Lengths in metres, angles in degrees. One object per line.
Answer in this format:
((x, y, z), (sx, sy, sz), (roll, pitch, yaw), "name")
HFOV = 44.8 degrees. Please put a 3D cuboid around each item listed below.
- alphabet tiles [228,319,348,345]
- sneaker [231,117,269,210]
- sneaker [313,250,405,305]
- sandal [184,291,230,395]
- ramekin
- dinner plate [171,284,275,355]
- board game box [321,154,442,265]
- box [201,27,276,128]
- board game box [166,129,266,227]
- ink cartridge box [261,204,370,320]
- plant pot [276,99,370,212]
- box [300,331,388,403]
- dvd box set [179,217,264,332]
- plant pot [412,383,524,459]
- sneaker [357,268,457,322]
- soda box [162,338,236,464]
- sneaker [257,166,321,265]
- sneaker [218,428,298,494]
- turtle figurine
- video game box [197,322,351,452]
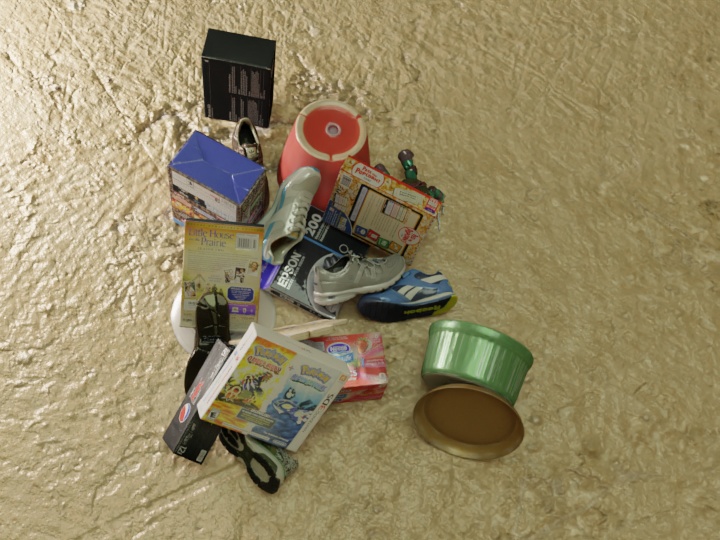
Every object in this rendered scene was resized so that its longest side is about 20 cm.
((-0.128, 0.113, 1.560), (0.193, 0.199, 0.015), (-11, 93, -28), "alphabet tiles")
((-0.228, -0.216, 1.769), (0.069, 0.076, 0.202), (-11, 66, -13), "sneaker")
((0.000, 0.000, 1.642), (0.198, 0.074, 0.083), (-21, 110, -28), "sneaker")
((-0.276, 0.138, 1.586), (0.080, 0.055, 0.203), (2, 91, -10), "sandal")
((0.205, 0.176, 1.579), (0.198, 0.200, 0.099), (21, 71, 3), "ramekin")
((-0.259, 0.081, 1.654), (0.197, 0.024, 0.203), (3, 66, -6), "dinner plate")
((0.037, -0.111, 1.667), (0.198, 0.152, 0.047), (27, 49, 1), "board game box")
((-0.247, -0.387, 1.777), (0.139, 0.201, 0.080), (8, 64, -5), "box")
((-0.270, -0.141, 1.658), (0.158, 0.201, 0.097), (29, 63, 6), "board game box")
((-0.100, -0.024, 1.705), (0.198, 0.043, 0.200), (26, 64, 0), "ink cartridge box")
((-0.065, -0.231, 1.742), (0.197, 0.178, 0.203), (3, 64, -7), "plant pot")
((-0.057, 0.182, 1.592), (0.197, 0.095, 0.104), (-5, 65, -10), "box")
((-0.253, 0.010, 1.591), (0.144, 0.029, 0.203), (4, 105, -5), "dvd box set")
((0.191, 0.262, 1.537), (0.198, 0.201, 0.028), (19, 45, 2), "plant pot")
((0.086, 0.047, 1.692), (0.197, 0.074, 0.083), (-6, 60, -16), "sneaker")
((-0.261, 0.225, 1.510), (0.063, 0.071, 0.202), (31, 87, -31), "soda box")
((-0.129, -0.103, 1.654), (0.081, 0.076, 0.201), (42, 105, 35), "sneaker")
((-0.183, 0.299, 1.549), (0.088, 0.077, 0.201), (-16, 60, -50), "sneaker")
((0.107, -0.146, 1.774), (0.148, 0.101, 0.202), (-19, 63, -16), "turtle figurine")
((-0.143, 0.201, 1.468), (0.199, 0.183, 0.047), (26, 16, -30), "video game box")
